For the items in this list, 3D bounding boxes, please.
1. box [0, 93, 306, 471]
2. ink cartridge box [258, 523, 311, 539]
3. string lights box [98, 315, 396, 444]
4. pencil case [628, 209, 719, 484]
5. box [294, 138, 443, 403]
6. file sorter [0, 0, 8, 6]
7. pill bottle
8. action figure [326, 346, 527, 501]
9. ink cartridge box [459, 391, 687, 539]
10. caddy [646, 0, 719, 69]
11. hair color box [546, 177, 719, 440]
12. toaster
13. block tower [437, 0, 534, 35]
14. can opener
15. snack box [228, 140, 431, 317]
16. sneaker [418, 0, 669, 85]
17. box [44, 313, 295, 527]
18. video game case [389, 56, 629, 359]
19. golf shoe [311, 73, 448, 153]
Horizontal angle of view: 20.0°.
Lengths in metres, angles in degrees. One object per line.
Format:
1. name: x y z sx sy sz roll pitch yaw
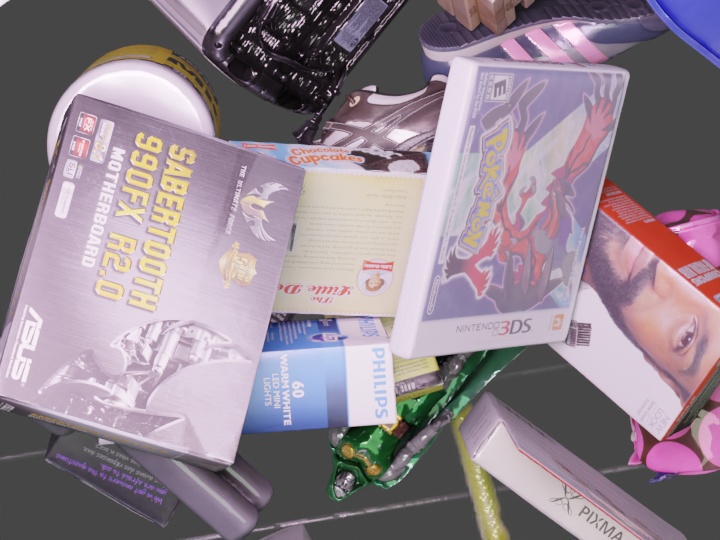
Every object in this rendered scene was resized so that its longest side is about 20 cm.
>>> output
1. box: -0.134 0.009 1.283 0.157 0.048 0.201 18 73 -13
2. ink cartridge box: -0.049 0.294 1.510 0.085 0.200 0.148 -24 101 2
3. string lights box: -0.079 0.072 1.393 0.198 0.103 0.059 -4 99 -3
4. pencil case: 0.239 0.054 1.542 0.093 0.091 0.202 0 101 33
5. box: 0.000 0.000 1.505 0.075 0.050 0.201 -17 83 0
6. file sorter: -0.252 -0.274 1.434 0.199 0.125 0.139 -34 100 4
7. pill bottle: -0.154 -0.098 1.432 0.113 0.200 0.115 -1 101 -3
8. action figure: 0.036 0.094 1.552 0.118 0.055 0.201 35 96 -1
9. ink cartridge box: 0.170 0.180 1.513 0.199 0.174 0.044 36 97 -8
10. caddy: 0.266 -0.208 1.452 0.199 0.142 0.105 33 135 -26
11. hair color box: 0.182 0.014 1.483 0.200 0.064 0.111 40 116 19
12. toaster: -0.051 -0.211 1.416 0.119 0.181 0.200 43 98 25
13. block tower: 0.140 -0.254 1.461 0.200 0.058 0.054 -44 71 -9
14. can opener: -0.150 0.104 1.324 0.200 0.053 0.067 43 127 -9
15. snack box: 0.000 -0.026 1.408 0.198 0.037 0.117 3 120 -16
16. sneaker: 0.142 -0.163 1.513 0.198 0.070 0.082 -10 126 -4
17. box: -0.135 0.066 1.503 0.106 0.122 0.201 31 98 -9
18. video game case: 0.103 -0.042 1.380 0.023 0.182 0.202 22 107 38
19. golf shoe: -0.007 -0.077 1.462 0.199 0.078 0.095 -18 61 -3
